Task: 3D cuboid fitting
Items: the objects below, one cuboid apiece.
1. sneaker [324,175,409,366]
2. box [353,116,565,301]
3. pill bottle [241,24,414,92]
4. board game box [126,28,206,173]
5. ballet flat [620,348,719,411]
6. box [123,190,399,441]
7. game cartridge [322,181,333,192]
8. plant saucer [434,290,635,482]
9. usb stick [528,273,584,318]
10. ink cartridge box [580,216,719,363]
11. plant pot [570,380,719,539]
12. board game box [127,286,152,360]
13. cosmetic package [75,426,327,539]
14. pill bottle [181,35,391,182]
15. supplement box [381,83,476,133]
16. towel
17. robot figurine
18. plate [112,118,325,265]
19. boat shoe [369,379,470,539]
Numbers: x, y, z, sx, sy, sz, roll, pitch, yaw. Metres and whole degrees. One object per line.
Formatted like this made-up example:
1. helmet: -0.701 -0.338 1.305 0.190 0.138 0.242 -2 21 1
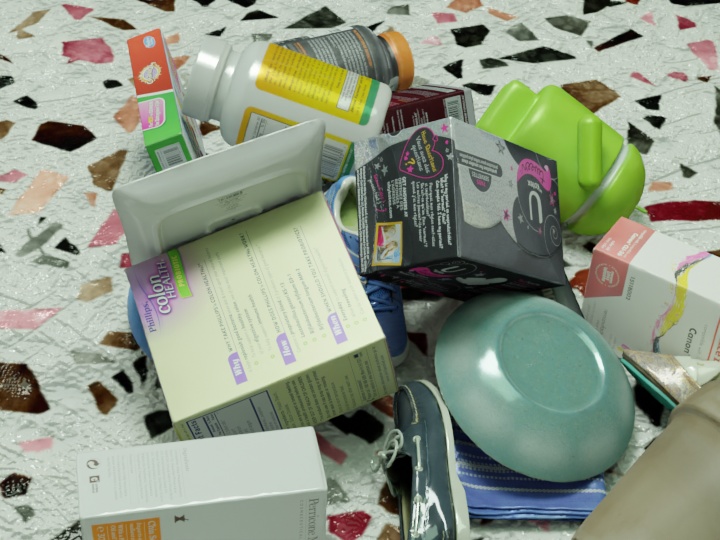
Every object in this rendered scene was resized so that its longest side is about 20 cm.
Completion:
1. sneaker: 0.000 0.000 1.385 0.075 0.077 0.202 -12 69 -22
2. box: 0.097 -0.053 1.316 0.114 0.134 0.199 -10 -14 34
3. pill bottle: -0.037 -0.227 1.655 0.198 0.107 0.107 -16 44 -21
4. board game box: -0.197 -0.139 1.506 0.040 0.154 0.201 -18 42 0
5. ballet flat: 0.326 0.126 1.297 0.067 0.068 0.200 -43 60 2
6. box: -0.090 0.054 1.276 0.198 0.097 0.177 -21 55 -5
7. game cartridge: -0.010 -0.041 1.498 0.199 0.041 0.133 -28 54 -31
8. plant saucer: 0.165 0.092 1.270 0.198 0.039 0.203 11 52 -14
9. usb stick: 0.186 0.030 1.386 0.055 0.033 0.202 -11 62 -14
10. ink cartridge box: 0.316 0.046 1.356 0.198 0.117 0.067 25 44 24
11. plant pot: 0.267 0.216 1.123 0.172 0.201 0.200 -29 48 -11
12. board game box: -0.127 0.037 1.388 0.199 0.039 0.158 -35 59 -20
13. cosmetic package: -0.130 0.198 1.162 0.197 0.102 0.072 -6 42 -10
14. pill bottle: -0.077 -0.166 1.438 0.198 0.113 0.113 18 41 -4
15. supplement box: 0.020 -0.159 1.586 0.198 0.062 0.109 -15 16 -21
16. towel: 0.146 0.136 1.281 0.143 0.024 0.202 2 53 -3
17. robot figurine: 0.219 -0.118 1.513 0.199 0.175 0.116 37 89 -3
18. plate: -0.121 -0.054 1.300 0.197 0.200 0.033 -20 70 -10
19. boat shoe: 0.047 0.174 1.224 0.061 0.075 0.201 3 46 -13
